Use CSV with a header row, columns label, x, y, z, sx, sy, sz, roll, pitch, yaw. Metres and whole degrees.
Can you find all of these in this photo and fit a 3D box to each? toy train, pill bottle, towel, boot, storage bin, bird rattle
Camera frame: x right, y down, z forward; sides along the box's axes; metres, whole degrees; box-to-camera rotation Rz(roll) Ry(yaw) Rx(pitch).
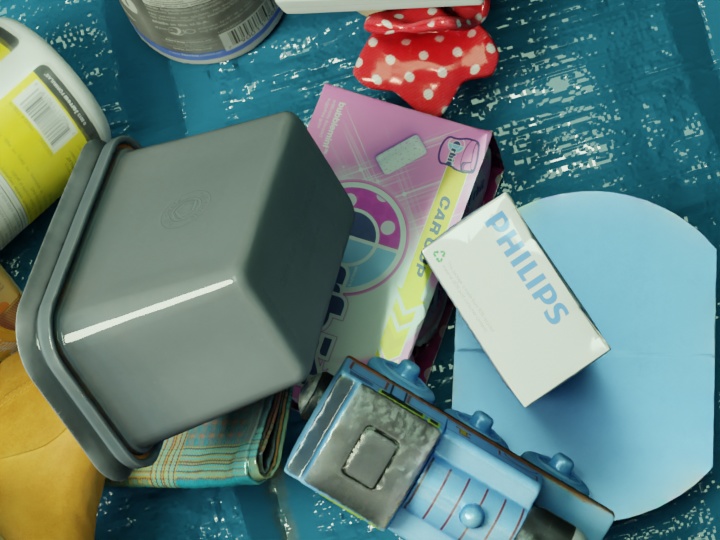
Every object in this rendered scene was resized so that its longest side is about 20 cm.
label,x,y,z,sx,sy,sz,roll,pitch,yaw
toy train,0.050,0.122,1.610,0.199,0.114,0.087,32,99,-1
pill bottle,-0.259,-0.055,1.753,0.200,0.112,0.112,-43,71,-15
towel,-0.114,0.060,1.699,0.199,0.022,0.148,-4,66,41
boot,-0.163,0.096,1.651,0.144,0.071,0.201,-47,39,3
pill bottle,-0.113,-0.216,1.749,0.113,0.200,0.115,-3,71,8
storage bin,-0.084,0.010,1.582,0.134,0.146,0.201,-17,33,26
bird rattle,0.050,-0.197,1.786,0.163,0.113,0.201,27,76,38

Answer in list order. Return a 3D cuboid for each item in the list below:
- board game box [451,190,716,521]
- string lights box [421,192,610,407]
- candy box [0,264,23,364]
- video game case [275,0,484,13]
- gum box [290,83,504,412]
label,x,y,z,sx,sy,sz,roll,pitch,yaw
board game box,0.136,0.054,1.702,0.157,0.039,0.202,0,77,9
string lights box,0.084,0.015,1.584,0.059,0.200,0.103,-33,89,1
candy box,-0.257,0.036,1.685,0.115,0.200,0.055,-37,73,-5
video game case,0.034,-0.250,1.744,0.142,0.018,0.201,0,63,31
gum box,0.000,0.000,1.730,0.113,0.066,0.201,17,75,15
